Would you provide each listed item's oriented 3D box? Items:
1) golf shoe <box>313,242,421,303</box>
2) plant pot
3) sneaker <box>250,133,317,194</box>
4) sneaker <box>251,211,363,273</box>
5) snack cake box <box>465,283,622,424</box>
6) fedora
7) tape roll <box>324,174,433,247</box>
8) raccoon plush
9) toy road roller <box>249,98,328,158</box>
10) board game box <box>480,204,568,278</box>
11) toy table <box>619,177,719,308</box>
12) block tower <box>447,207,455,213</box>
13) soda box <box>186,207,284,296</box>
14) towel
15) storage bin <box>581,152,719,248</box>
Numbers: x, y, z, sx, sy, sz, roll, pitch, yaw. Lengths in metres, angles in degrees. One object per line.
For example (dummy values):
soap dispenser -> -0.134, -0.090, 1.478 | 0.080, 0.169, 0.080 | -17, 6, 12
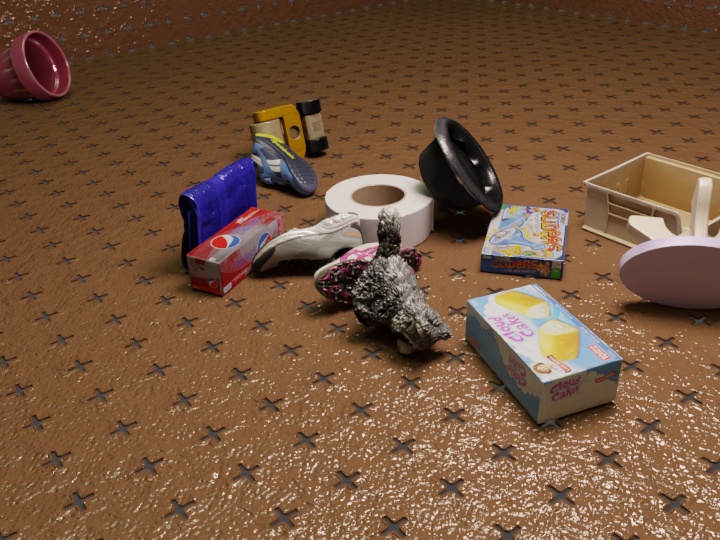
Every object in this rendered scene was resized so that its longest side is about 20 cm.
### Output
golf shoe -> 0.000, 0.000, 1.146 | 0.199, 0.073, 0.092 | -14, 24, -37
plant pot -> -1.023, -0.607, 2.191 | 0.177, 0.201, 0.200 | -11, 27, 17
sneaker -> -0.166, -0.213, 1.536 | 0.074, 0.083, 0.200 | -1, 38, -50
sneaker -> -0.088, -0.032, 1.202 | 0.198, 0.080, 0.074 | -19, -9, 0
snack cake box -> 0.232, 0.102, 0.944 | 0.114, 0.068, 0.200 | -11, 30, -16
fedora -> 0.172, -0.176, 1.303 | 0.091, 0.201, 0.201 | -30, 17, 30
tape roll -> 0.035, -0.108, 1.327 | 0.200, 0.071, 0.203 | -2, 29, 1
raccoon plush -> 0.063, 0.016, 0.998 | 0.096, 0.202, 0.133 | -12, 15, -43
toy road roller -> -0.180, -0.324, 1.682 | 0.199, 0.124, 0.145 | -23, 20, -32
board game box -> 0.289, -0.055, 1.246 | 0.134, 0.035, 0.200 | 6, 31, 15
toy table -> 0.489, -0.030, 1.061 | 0.198, 0.185, 0.118 | 14, 48, 5
block tower -> 0.188, -0.192, 1.454 | 0.058, 0.054, 0.201 | 35, 29, -13
soda box -> -0.209, -0.037, 1.229 | 0.069, 0.064, 0.200 | 13, 33, 23
towel -> -0.242, -0.100, 1.261 | 0.049, 0.149, 0.200 | 17, 34, 17
storage bin -> 0.533, -0.116, 1.272 | 0.199, 0.095, 0.198 | -23, 35, -32
